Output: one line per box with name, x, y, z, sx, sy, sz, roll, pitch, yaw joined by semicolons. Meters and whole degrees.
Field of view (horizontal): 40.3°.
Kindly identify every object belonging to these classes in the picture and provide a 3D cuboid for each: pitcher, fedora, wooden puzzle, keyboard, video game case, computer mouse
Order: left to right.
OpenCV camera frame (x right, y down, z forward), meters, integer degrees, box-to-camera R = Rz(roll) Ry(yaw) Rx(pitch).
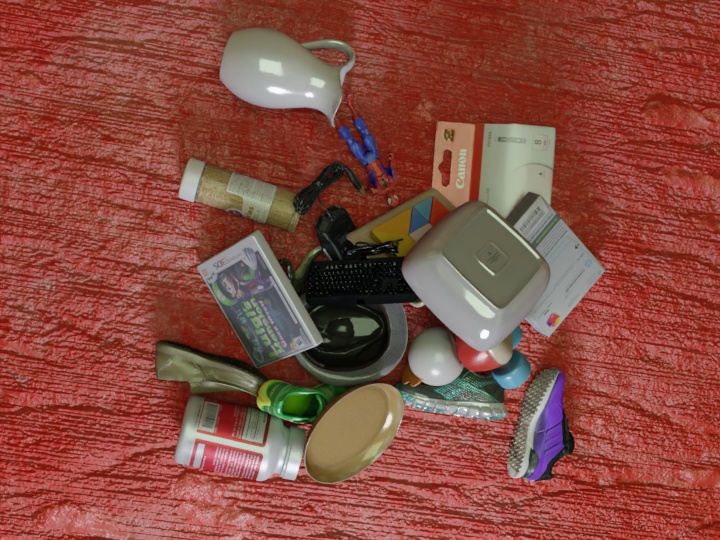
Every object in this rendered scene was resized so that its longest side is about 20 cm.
video game case;-0.164;0.051;1.568;0.023;0.181;0.201;-35;97;-40
pitcher;-0.114;-0.333;1.589;0.199;0.122;0.172;18;50;-1
computer mouse;-0.028;-0.080;1.635;0.200;0.046;0.141;51;57;-22
fedora;-0.020;0.097;1.620;0.199;0.090;0.178;-12;91;3
keyboard;0.000;0.000;1.529;0.199;0.040;0.105;-3;71;25
wooden puzzle;0.103;-0.046;1.574;0.184;0.037;0.200;-30;53;-23

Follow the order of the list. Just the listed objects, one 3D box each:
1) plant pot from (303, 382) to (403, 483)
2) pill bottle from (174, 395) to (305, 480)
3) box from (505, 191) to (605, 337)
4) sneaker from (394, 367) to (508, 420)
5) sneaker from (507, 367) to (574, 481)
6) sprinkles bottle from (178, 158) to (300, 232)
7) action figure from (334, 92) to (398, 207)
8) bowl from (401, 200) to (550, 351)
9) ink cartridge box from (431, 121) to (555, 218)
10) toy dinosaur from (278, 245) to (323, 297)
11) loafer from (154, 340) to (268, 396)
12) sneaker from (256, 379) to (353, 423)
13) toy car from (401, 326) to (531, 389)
plant pot;-0.015;0.261;1.606;0.199;0.027;0.201;-25;134;-28
pill bottle;-0.194;0.278;1.596;0.199;0.112;0.113;14;90;-7
box;0.300;-0.009;1.647;0.200;0.041;0.156;43;86;-25
sneaker;0.154;0.198;1.664;0.199;0.078;0.092;9;75;-10
sneaker;0.326;0.268;1.684;0.099;0.070;0.201;17;94;-14
sprinkles bottle;-0.194;-0.122;1.603;0.199;0.068;0.069;17;90;-7
action figure;0.014;-0.193;1.614;0.065;0.099;0.201;-30;98;-4
bowl;0.184;-0.004;1.479;0.200;0.075;0.200;45;60;5
ink cartridge box;0.226;-0.168;1.662;0.199;0.057;0.164;4;92;-12
toy dinosaur;-0.121;0.025;1.626;0.088;0.047;0.201;29;85;-33
loafer;-0.246;0.172;1.609;0.199;0.076;0.068;19;93;0
sneaker;-0.072;0.222;1.603;0.199;0.083;0.075;4;104;-34
toy car;0.145;0.117;1.613;0.199;0.177;0.185;-30;120;17
